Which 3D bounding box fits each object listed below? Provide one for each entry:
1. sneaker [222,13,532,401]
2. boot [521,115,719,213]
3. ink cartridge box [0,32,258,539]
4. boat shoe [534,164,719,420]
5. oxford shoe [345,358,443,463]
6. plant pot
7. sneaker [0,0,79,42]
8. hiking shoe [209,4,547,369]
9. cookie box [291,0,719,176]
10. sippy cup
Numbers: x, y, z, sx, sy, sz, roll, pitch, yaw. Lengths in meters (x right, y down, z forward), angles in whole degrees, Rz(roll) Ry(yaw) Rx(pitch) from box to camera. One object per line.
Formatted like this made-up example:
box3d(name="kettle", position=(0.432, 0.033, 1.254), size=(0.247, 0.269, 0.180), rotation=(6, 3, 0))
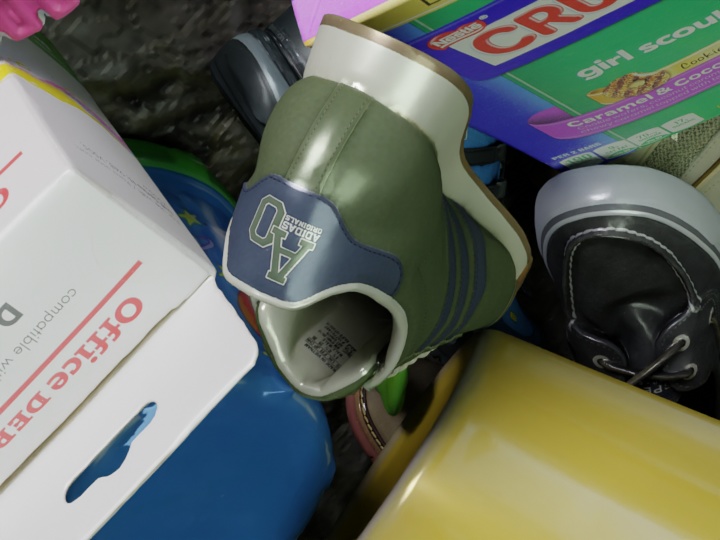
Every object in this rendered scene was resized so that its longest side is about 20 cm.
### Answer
box3d(name="sneaker", position=(0.000, 0.000, 0.709), size=(0.090, 0.067, 0.200), rotation=(-62, 163, -12))
box3d(name="boot", position=(0.177, -0.080, 0.890), size=(0.155, 0.072, 0.200), rotation=(29, 111, -38))
box3d(name="ink cartridge box", position=(-0.122, -0.003, 0.688), size=(0.117, 0.200, 0.067), rotation=(-46, 131, 5))
box3d(name="boat shoe", position=(0.112, 0.029, 0.893), size=(0.070, 0.066, 0.200), rotation=(-5, 152, 11))
box3d(name="oxford shoe", position=(0.088, 0.084, 0.914), size=(0.200, 0.070, 0.075), rotation=(31, 137, -17))
box3d(name="plant pot", position=(0.085, 0.123, 0.795), size=(0.189, 0.201, 0.201), rotation=(34, 103, -1))
box3d(name="sneaker", position=(-0.167, -0.092, 0.686), size=(0.200, 0.088, 0.081), rotation=(-22, 138, 14))
box3d(name="hiking shoe", position=(0.031, -0.030, 0.839), size=(0.087, 0.074, 0.200), rotation=(-39, 131, 0))
box3d(name="cookie box", position=(0.091, -0.111, 0.732), size=(0.171, 0.075, 0.200), rotation=(-23, 160, 24))
box3d(name="sippy cup", position=(-0.077, 0.042, 0.790), size=(0.178, 0.130, 0.140), rotation=(-36, 131, -3))
